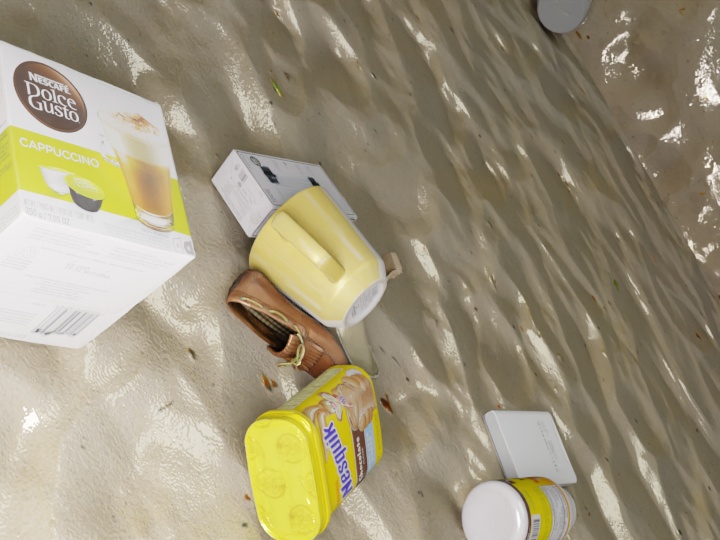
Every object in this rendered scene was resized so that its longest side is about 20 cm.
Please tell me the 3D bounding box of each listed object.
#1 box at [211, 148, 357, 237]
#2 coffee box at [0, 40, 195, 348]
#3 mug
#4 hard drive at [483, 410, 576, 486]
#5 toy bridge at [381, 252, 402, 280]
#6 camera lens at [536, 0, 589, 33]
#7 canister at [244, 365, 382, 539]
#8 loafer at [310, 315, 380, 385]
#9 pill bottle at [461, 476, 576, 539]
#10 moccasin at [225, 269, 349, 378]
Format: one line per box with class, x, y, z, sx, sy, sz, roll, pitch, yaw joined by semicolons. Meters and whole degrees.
box;-0.106;-0.103;1.473;0.199;0.060;0.117;1;46;-55
coffee box;-0.316;-0.066;1.017;0.198;0.199;0.201;17;48;-48
mug;-0.055;-0.002;1.349;0.153;0.151;0.186;43;30;19
hard drive;0.289;0.302;1.728;0.198;0.026;0.134;11;54;-51
toy bridge;0.000;0.000;1.588;0.198;0.027;0.068;5;58;-53
camera lens;0.626;-0.826;3.140;0.161;0.159;0.201;49;31;-12
canister;-0.049;0.211;1.230;0.200;0.085;0.151;-32;115;-62
loafer;-0.025;0.072;1.444;0.075;0.068;0.202;-15;74;-58
pill bottle;0.243;0.364;1.522;0.198;0.109;0.111;11;52;-51
moccasin;-0.093;0.088;1.328;0.202;0.073;0.078;48;40;-21
